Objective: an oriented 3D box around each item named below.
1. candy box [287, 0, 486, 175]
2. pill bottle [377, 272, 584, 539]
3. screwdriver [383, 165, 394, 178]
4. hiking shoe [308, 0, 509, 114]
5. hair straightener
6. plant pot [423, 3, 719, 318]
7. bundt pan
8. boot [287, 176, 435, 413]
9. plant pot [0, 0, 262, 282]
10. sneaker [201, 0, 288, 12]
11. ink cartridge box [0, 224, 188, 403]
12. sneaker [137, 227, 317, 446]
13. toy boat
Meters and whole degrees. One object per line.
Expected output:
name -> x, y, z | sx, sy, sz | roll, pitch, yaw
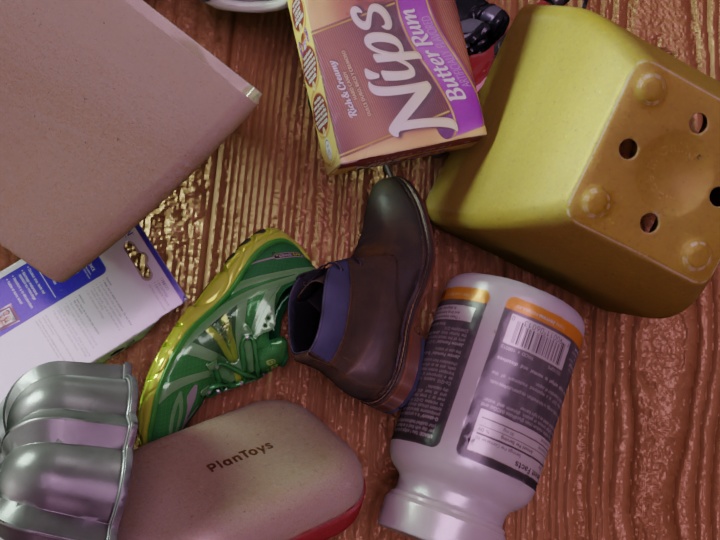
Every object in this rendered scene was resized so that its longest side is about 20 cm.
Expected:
candy box -> 0.012, -0.181, 0.803 | 0.116, 0.056, 0.201 | -12, 87, -14
pill bottle -> 0.089, 0.113, 0.820 | 0.116, 0.116, 0.201 | 22, 77, -3
screwdriver -> 0.001, -0.145, 0.912 | 0.029, 0.028, 0.201 | -26, 89, -41
hiking shoe -> 0.028, -0.182, 0.896 | 0.199, 0.075, 0.087 | -30, 66, -27
hair straightener -> 0.121, -0.173, 0.909 | 0.041, 0.077, 0.200 | 41, 90, 26
plant pot -> 0.190, -0.075, 0.793 | 0.195, 0.200, 0.195 | 25, 94, -12
bundt pan -> -0.215, 0.151, 0.719 | 0.075, 0.202, 0.203 | 16, 76, -23
boot -> 0.000, 0.000, 0.823 | 0.097, 0.075, 0.201 | 26, 54, -37
plant pot -> -0.201, -0.110, 0.740 | 0.200, 0.200, 0.177 | 37, 96, -10
sneaker -> -0.038, -0.237, 0.860 | 0.199, 0.071, 0.073 | -10, 115, 7
ink cartridge box -> -0.241, 0.039, 0.828 | 0.199, 0.039, 0.100 | -32, 84, -12
sneaker -> -0.100, 0.059, 0.825 | 0.083, 0.074, 0.200 | 34, 76, 4
toy boat -> -0.097, 0.189, 0.782 | 0.199, 0.131, 0.130 | -17, 35, -33
